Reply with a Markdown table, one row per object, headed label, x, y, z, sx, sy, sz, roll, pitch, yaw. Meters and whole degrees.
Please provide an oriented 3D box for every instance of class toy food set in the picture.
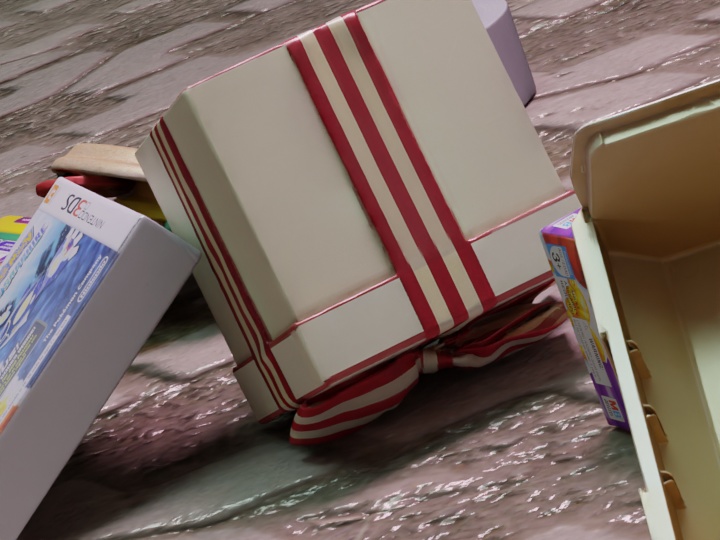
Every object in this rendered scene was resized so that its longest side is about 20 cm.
| label | x | y | z | sx | sy | sz | roll | pitch | yaw |
| --- | --- | --- | --- | --- | --- | --- | --- | --- | --- |
| toy food set | -0.104 | -0.042 | 1.857 | 0.200 | 0.049 | 0.198 | 9 | -2 | 40 |

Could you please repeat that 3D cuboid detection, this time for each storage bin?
| label | x | y | z | sx | sy | sz | roll | pitch | yaw |
| --- | --- | --- | --- | --- | --- | --- | --- | --- | --- |
| storage bin | 0.188 | 0.021 | 1.096 | 0.198 | 0.094 | 0.200 | -18 | 53 | 8 |

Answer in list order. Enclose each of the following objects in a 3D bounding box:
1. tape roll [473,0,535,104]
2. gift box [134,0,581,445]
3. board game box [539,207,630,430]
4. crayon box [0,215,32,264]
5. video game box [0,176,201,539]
| label | x | y | z | sx | sy | sz | roll | pitch | yaw |
| --- | --- | --- | --- | --- | --- | --- | --- | --- | --- |
| tape roll | 0.019 | -0.125 | 2.084 | 0.200 | 0.066 | 0.200 | -19 | 16 | 5 |
| gift box | 0.007 | -0.025 | 1.535 | 0.184 | 0.187 | 0.200 | -25 | -4 | -11 |
| board game box | 0.180 | 0.016 | 1.298 | 0.103 | 0.105 | 0.200 | -27 | 15 | -19 |
| crayon box | -0.250 | 0.029 | 1.911 | 0.172 | 0.058 | 0.200 | -29 | 18 | -25 |
| video game box | -0.177 | 0.051 | 1.577 | 0.200 | 0.047 | 0.182 | -57 | 18 | -4 |
